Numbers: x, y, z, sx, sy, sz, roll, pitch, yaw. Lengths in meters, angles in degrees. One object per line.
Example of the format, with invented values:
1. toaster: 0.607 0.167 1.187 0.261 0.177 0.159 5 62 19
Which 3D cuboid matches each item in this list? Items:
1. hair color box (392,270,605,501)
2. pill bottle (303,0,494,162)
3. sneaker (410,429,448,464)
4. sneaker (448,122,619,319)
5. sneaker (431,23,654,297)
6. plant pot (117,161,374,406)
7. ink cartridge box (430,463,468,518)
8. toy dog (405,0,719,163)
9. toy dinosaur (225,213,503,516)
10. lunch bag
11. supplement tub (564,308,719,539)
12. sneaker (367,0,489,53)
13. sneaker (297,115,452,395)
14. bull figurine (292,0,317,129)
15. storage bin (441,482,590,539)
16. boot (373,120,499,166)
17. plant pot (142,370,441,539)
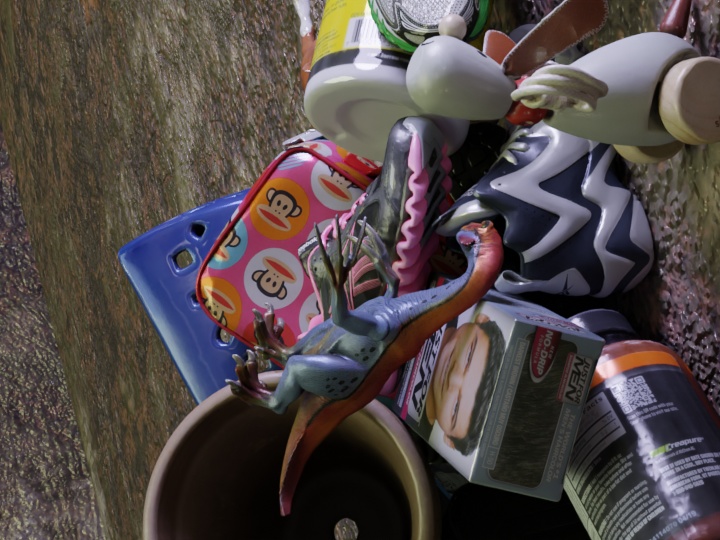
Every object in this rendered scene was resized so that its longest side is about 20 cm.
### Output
1. hair color box: 0.081 0.067 1.212 0.200 0.060 0.100 -148 72 -75
2. pill bottle: 0.035 -0.185 1.335 0.114 0.113 0.201 124 161 -64
3. sneaker: 0.074 0.078 1.474 0.071 0.098 0.201 -117 26 -45
4. sneaker: 0.127 -0.007 1.356 0.201 0.075 0.088 66 -173 17
5. sneaker: 0.098 -0.069 1.277 0.080 0.129 0.201 127 129 -63
6. plant pot: -0.043 0.014 1.545 0.201 0.179 0.200 60 -162 2
7. ink cartridge box: 0.084 0.202 1.509 0.200 0.099 0.040 -141 45 -62
8. toy dog: 0.130 -0.124 1.116 0.131 0.199 0.097 -4 78 47
9. toy dinosaur: 0.014 0.039 1.222 0.105 0.180 0.201 -54 -49 -57
10. lunch bag: 0.000 0.000 1.394 0.177 0.199 0.082 -53 -1 15
11. supplement tub: 0.175 0.117 1.189 0.107 0.106 0.201 99 155 -44
12. sneaker: 0.032 -0.226 1.244 0.085 0.077 0.201 74 -176 -64
13. sneaker: 0.003 -0.014 1.304 0.079 0.095 0.201 -44 -31 -58
14. bull figurine: -0.016 -0.156 1.617 0.201 0.065 0.122 82 179 -55
15. storage bin: 0.139 0.239 1.306 0.094 0.134 0.201 105 149 -52
16. boot: 0.056 -0.112 1.469 0.200 0.072 0.156 -123 29 -53
17. plant pot: -0.028 0.176 1.351 0.175 0.199 0.202 30 -136 -72
